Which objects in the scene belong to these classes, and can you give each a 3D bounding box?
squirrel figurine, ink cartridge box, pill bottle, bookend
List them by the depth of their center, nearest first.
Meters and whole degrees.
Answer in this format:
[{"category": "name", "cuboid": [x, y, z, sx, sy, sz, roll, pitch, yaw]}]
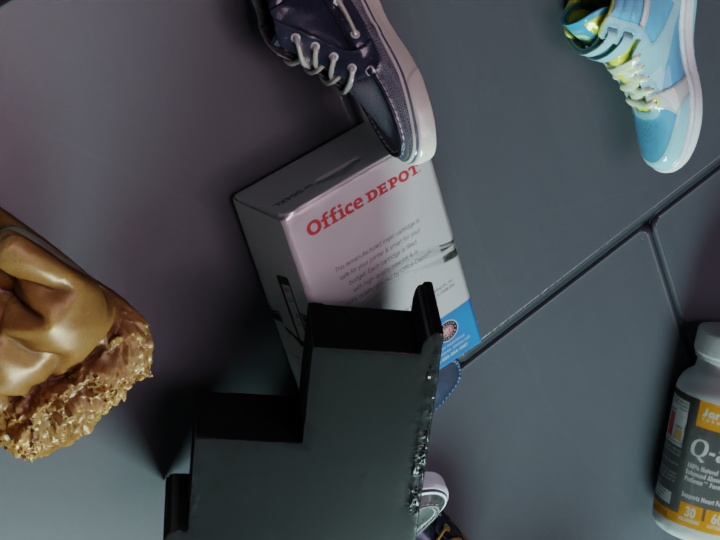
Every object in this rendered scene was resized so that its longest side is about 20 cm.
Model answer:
[{"category": "squirrel figurine", "cuboid": [-0.256, 0.074, 1.330, 0.200, 0.141, 0.187, 38, 88, -34]}, {"category": "bookend", "cuboid": [-0.048, 0.112, 1.441, 0.198, 0.092, 0.200, 3, 115, -6]}, {"category": "ink cartridge box", "cuboid": [0.000, 0.000, 1.519, 0.145, 0.084, 0.201, -31, 120, -24]}, {"category": "pill bottle", "cuboid": [0.354, 0.158, 1.801, 0.116, 0.116, 0.202, 1, 103, -36]}]

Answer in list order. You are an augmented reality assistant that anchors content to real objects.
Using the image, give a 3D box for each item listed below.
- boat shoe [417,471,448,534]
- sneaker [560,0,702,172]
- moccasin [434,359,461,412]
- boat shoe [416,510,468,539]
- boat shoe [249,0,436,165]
[{"category": "boat shoe", "cuboid": [-0.006, 0.243, 1.555, 0.198, 0.068, 0.074, -29, 141, -2]}, {"category": "sneaker", "cuboid": [0.231, -0.180, 1.637, 0.130, 0.079, 0.202, -11, 101, -35]}, {"category": "moccasin", "cuboid": [0.017, 0.145, 1.581, 0.200, 0.068, 0.081, -42, 131, -15]}, {"category": "boat shoe", "cuboid": [0.071, 0.249, 1.641, 0.071, 0.091, 0.201, -47, 125, -14]}, {"category": "boat shoe", "cuboid": [-0.020, -0.163, 1.430, 0.092, 0.075, 0.201, -20, 79, -24]}]
